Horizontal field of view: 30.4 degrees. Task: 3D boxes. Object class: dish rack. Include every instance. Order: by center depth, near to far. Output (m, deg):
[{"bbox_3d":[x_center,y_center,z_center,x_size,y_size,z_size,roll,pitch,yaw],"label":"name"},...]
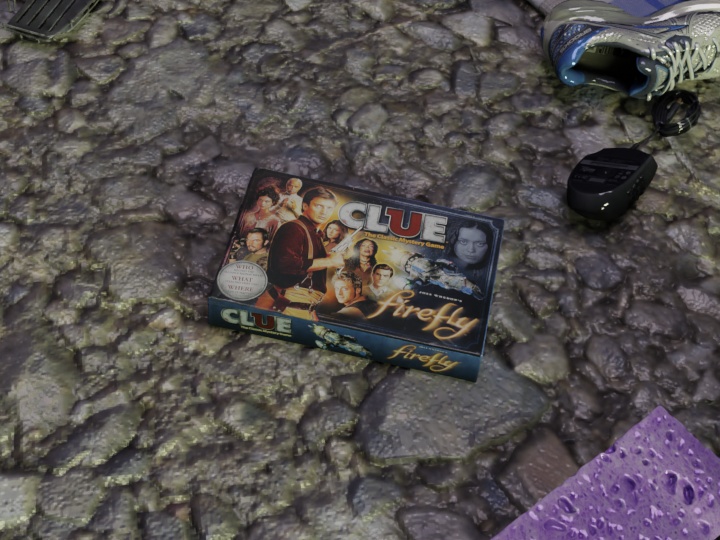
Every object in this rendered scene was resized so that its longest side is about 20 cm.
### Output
[{"bbox_3d":[-0.322,-0.276,1.164,0.199,0.055,0.154,18,51,8],"label":"dish rack"}]

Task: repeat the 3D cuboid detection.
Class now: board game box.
[{"bbox_3d":[0.000,0.000,0.983,0.198,0.035,0.136,12,50,3],"label":"board game box"}]

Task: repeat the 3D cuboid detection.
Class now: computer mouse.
[{"bbox_3d":[0.231,-0.095,1.097,0.058,0.034,0.200,13,40,38],"label":"computer mouse"}]

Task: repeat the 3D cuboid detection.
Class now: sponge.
[{"bbox_3d":[0.167,0.180,0.854,0.199,0.030,0.112,-31,61,-29],"label":"sponge"}]

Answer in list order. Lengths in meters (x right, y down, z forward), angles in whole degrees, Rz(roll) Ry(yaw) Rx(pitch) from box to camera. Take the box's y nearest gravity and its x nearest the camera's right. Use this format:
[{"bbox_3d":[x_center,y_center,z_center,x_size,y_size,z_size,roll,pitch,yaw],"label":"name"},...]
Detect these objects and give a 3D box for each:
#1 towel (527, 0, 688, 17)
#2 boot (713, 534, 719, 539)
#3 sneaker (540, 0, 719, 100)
[{"bbox_3d":[0.206,-0.291,1.259,0.146,0.024,0.200,-27,58,-25],"label":"towel"},{"bbox_3d":[0.246,0.264,0.759,0.181,0.073,0.200,-35,77,-28],"label":"boot"},{"bbox_3d":[0.256,-0.180,1.136,0.198,0.077,0.086,-1,41,5],"label":"sneaker"}]
